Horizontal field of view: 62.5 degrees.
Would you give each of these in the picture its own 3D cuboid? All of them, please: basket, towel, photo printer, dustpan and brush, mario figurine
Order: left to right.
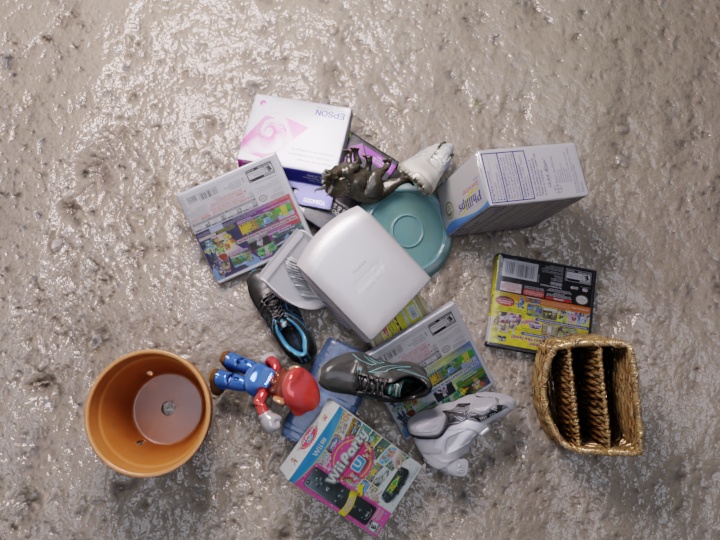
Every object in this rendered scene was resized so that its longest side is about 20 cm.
[{"bbox_3d":[-0.162,0.211,1.047,0.199,0.106,0.124,12,86,21],"label":"mario figurine"},{"bbox_3d":[-0.081,0.037,1.092,0.140,0.057,0.200,-56,128,-35],"label":"dustpan and brush"},{"bbox_3d":[-0.055,0.230,1.081,0.111,0.049,0.201,27,80,1],"label":"towel"},{"bbox_3d":[0.000,0.000,1.041,0.166,0.069,0.200,-44,97,-7],"label":"photo printer"},{"bbox_3d":[0.391,0.217,1.046,0.142,0.149,0.201,-5,91,-4],"label":"basket"}]

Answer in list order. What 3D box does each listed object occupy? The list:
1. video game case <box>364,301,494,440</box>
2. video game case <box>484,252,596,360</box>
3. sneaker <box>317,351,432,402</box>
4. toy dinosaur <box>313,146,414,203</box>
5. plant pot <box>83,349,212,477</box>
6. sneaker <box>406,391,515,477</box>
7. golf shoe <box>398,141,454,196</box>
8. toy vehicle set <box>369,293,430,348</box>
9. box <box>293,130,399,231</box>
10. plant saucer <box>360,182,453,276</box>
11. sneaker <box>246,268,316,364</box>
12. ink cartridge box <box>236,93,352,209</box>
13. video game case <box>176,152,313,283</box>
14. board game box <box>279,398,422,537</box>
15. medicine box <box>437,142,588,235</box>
[{"bbox_3d":[0.124,0.183,1.085,0.200,0.022,0.183,-30,103,-9],"label":"video game case"},{"bbox_3d":[0.348,0.072,1.146,0.199,0.026,0.181,10,79,-3],"label":"video game case"},{"bbox_3d":[0.028,0.184,1.010,0.199,0.079,0.076,3,98,-12],"label":"sneaker"},{"bbox_3d":[0.002,-0.166,1.096,0.199,0.077,0.103,13,90,-32],"label":"toy dinosaur"},{"bbox_3d":[-0.343,0.240,1.015,0.199,0.140,0.201,1,79,-3],"label":"plant pot"},{"bbox_3d":[0.189,0.295,1.066,0.199,0.075,0.115,-15,99,-7],"label":"sneaker"},{"bbox_3d":[0.128,-0.199,1.089,0.078,0.200,0.097,43,109,-9],"label":"golf shoe"},{"bbox_3d":[0.066,0.094,1.102,0.124,0.027,0.201,-28,95,-8],"label":"toy vehicle set"},{"bbox_3d":[-0.037,-0.166,1.159,0.143,0.036,0.200,32,81,3],"label":"box"},{"bbox_3d":[0.088,-0.074,1.138,0.199,0.027,0.201,1,87,-12],"label":"plant saucer"},{"bbox_3d":[-0.142,0.078,1.086,0.073,0.082,0.200,-34,82,-6],"label":"sneaker"},{"bbox_3d":[-0.129,-0.230,1.137,0.196,0.043,0.201,10,75,7],"label":"ink cartridge box"},{"bbox_3d":[-0.212,-0.097,1.108,0.199,0.023,0.183,-24,101,-3],"label":"video game case"},{"bbox_3d":[-0.015,0.340,1.024,0.200,0.064,0.148,39,78,-17],"label":"board game box"},{"bbox_3d":[0.271,-0.144,1.084,0.199,0.182,0.103,-7,79,-17],"label":"medicine box"}]
